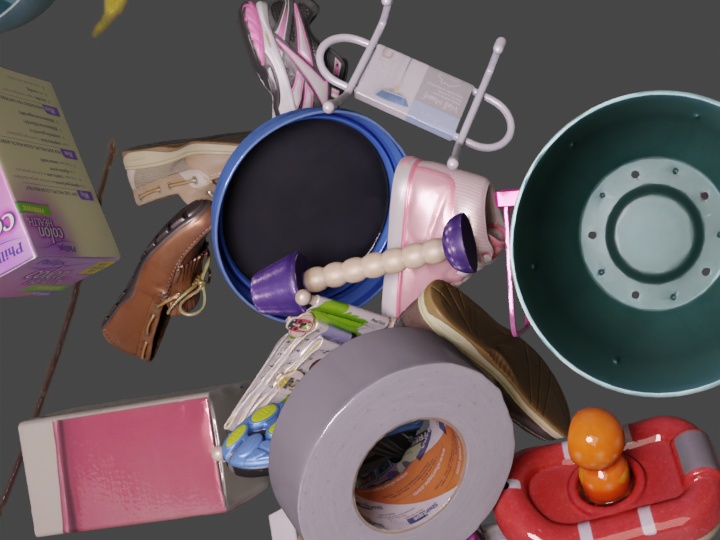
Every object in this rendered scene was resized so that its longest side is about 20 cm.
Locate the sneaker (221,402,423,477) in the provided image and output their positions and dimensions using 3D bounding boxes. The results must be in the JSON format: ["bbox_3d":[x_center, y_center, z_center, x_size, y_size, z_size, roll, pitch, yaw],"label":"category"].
[{"bbox_3d":[-0.029,0.157,1.034,0.071,0.197,0.084,41,124,43],"label":"sneaker"}]

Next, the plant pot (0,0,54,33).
[{"bbox_3d":[-0.361,-0.321,1.164,0.196,0.135,0.204,0,89,14],"label":"plant pot"}]

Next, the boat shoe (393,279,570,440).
[{"bbox_3d":[0.110,0.087,1.055,0.064,0.074,0.200,-33,114,31],"label":"boat shoe"}]

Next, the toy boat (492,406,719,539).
[{"bbox_3d":[0.204,0.170,1.004,0.197,0.131,0.132,-17,125,10],"label":"toy boat"}]

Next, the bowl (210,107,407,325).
[{"bbox_3d":[-0.043,-0.051,1.073,0.197,0.039,0.204,-10,116,-22],"label":"bowl"}]

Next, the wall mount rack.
[{"bbox_3d":[0.046,-0.158,1.047,0.197,0.075,0.175,23,57,2],"label":"wall mount rack"}]

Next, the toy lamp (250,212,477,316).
[{"bbox_3d":[0.000,0.000,1.014,0.197,0.058,0.059,-13,87,18],"label":"toy lamp"}]

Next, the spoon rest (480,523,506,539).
[{"bbox_3d":[0.174,0.269,1.058,0.196,0.100,0.062,2,118,4],"label":"spoon rest"}]

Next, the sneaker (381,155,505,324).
[{"bbox_3d":[0.077,0.003,1.063,0.103,0.075,0.204,9,110,15],"label":"sneaker"}]

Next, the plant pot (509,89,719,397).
[{"bbox_3d":[0.216,-0.023,0.862,0.197,0.161,0.205,1,95,14],"label":"plant pot"}]

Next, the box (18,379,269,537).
[{"bbox_3d":[-0.203,0.177,1.127,0.196,0.128,0.111,-10,88,15],"label":"box"}]

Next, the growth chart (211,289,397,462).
[{"bbox_3d":[-0.045,0.106,1.046,0.202,0.143,0.018,-59,45,21],"label":"growth chart"}]

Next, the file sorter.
[{"bbox_3d":[0.224,-0.010,1.013,0.196,0.139,0.128,-4,90,14],"label":"file sorter"}]

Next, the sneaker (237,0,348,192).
[{"bbox_3d":[-0.045,-0.167,1.116,0.085,0.080,0.203,-19,95,-9],"label":"sneaker"}]

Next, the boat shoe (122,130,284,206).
[{"bbox_3d":[-0.147,-0.093,1.128,0.197,0.072,0.066,-1,102,35],"label":"boat shoe"}]

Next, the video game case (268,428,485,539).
[{"bbox_3d":[0.016,0.258,1.066,0.198,0.036,0.183,-29,43,13],"label":"video game case"}]

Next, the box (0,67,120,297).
[{"bbox_3d":[-0.342,-0.084,1.138,0.095,0.176,0.203,-25,85,12],"label":"box"}]

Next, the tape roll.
[{"bbox_3d":[0.027,0.151,0.966,0.202,0.199,0.066,-58,35,7],"label":"tape roll"}]

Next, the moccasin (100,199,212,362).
[{"bbox_3d":[-0.179,0.014,1.127,0.077,0.074,0.202,35,119,-2],"label":"moccasin"}]
